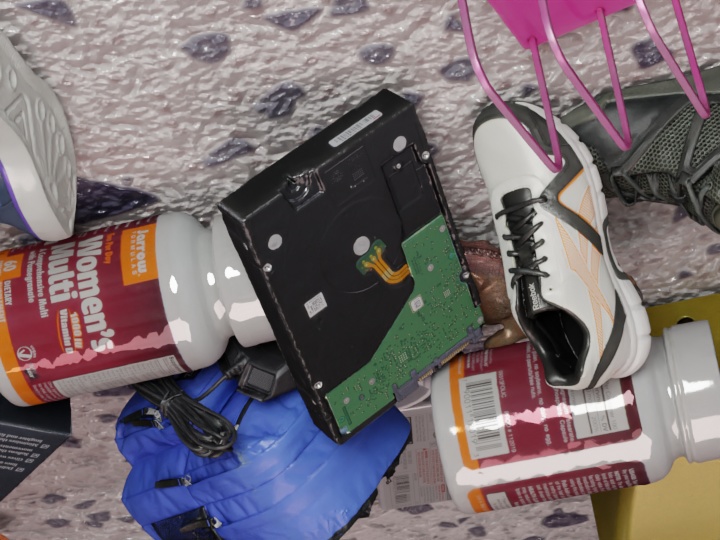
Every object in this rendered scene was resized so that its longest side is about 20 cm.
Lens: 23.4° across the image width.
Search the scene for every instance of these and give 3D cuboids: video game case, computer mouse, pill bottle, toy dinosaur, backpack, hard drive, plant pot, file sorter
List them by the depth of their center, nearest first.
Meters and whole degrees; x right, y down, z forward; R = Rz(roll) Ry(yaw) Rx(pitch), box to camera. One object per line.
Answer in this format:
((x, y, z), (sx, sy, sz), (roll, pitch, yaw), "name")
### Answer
((0.163, -0.158, 0.968), (0.198, 0.127, 0.139), (-21, 147, 20), "file sorter")
((0.000, 0.000, 1.142), (0.139, 0.038, 0.201), (-36, 129, -17), "hard drive")
((-0.155, 0.022, 1.195), (0.198, 0.111, 0.110), (-13, 148, 7), "pill bottle")
((0.157, 0.100, 1.228), (0.198, 0.115, 0.114), (-11, 149, 10), "pill bottle")
((-0.076, 0.046, 1.255), (0.200, 0.140, 0.046), (-44, 142, -19), "computer mouse")
((0.094, 0.007, 1.260), (0.197, 0.087, 0.136), (0, 148, -5), "toy dinosaur")
((-0.078, 0.134, 1.306), (0.199, 0.163, 0.168), (-16, 122, 47), "backpack")
((0.278, 0.131, 1.411), (0.198, 0.201, 0.177), (-11, 138, 5), "plant pot")
((0.100, 0.152, 1.552), (0.180, 0.023, 0.201), (-8, 148, -1), "video game case")

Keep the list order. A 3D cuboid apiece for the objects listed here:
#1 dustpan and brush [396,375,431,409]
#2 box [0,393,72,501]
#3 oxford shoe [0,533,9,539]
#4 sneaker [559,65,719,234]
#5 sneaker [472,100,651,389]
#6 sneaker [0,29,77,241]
((0.032, 0.080, 1.380), (0.198, 0.058, 0.140), (-8, 148, -1), "dustpan and brush")
((-0.326, 0.107, 1.294), (0.147, 0.108, 0.200), (16, 140, -34), "box")
((-0.404, 0.274, 1.599), (0.198, 0.072, 0.073), (-9, 169, 10), "oxford shoe")
((0.203, -0.063, 1.145), (0.197, 0.115, 0.076), (-14, 147, 13), "sneaker")
((0.123, -0.016, 1.131), (0.073, 0.202, 0.080), (-26, 179, 43), "sneaker")
((-0.263, -0.080, 1.048), (0.145, 0.081, 0.200), (-4, 153, 9), "sneaker")
